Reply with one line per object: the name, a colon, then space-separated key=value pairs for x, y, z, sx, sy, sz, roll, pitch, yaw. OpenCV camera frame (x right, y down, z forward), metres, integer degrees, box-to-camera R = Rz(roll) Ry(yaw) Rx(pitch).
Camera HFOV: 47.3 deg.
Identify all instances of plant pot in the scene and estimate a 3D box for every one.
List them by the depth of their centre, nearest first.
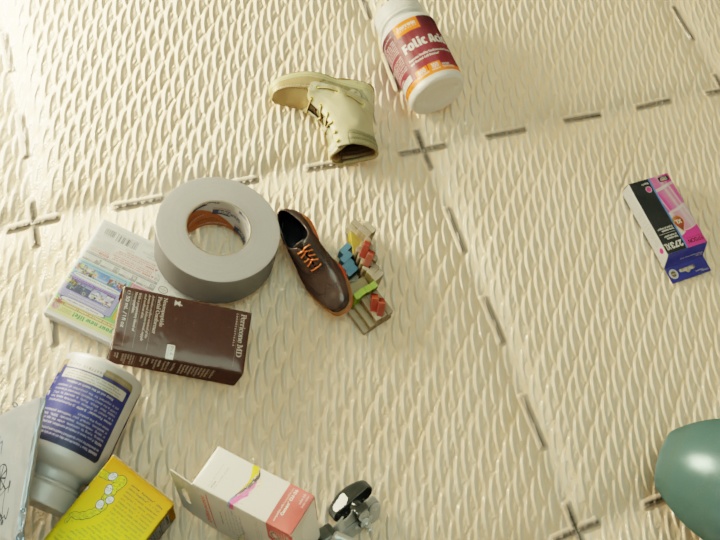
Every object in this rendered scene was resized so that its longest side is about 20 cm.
plant pot: x=0.533 y=0.314 z=1.264 sx=0.133 sy=0.202 sz=0.201 roll=14 pitch=56 yaw=36

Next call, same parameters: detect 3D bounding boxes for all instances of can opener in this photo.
can opener: x=-0.053 y=0.384 z=1.180 sx=0.199 sy=0.053 sz=0.066 roll=-33 pitch=40 yaw=-25

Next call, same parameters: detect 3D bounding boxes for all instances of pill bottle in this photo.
pill bottle: x=-0.396 y=0.228 z=1.138 sx=0.118 sy=0.120 sz=0.202 roll=21 pitch=62 yaw=-1
pill bottle: x=0.107 y=-0.408 z=1.545 sx=0.112 sy=0.115 sz=0.202 roll=-17 pitch=69 yaw=-18

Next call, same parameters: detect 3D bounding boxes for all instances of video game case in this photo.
video game case: x=-0.362 y=0.035 z=1.293 sx=0.197 sy=0.022 sz=0.184 roll=25 pitch=62 yaw=0

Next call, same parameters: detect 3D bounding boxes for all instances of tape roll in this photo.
tape roll: x=-0.230 y=-0.050 z=1.318 sx=0.196 sy=0.067 sz=0.203 roll=8 pitch=55 yaw=-12

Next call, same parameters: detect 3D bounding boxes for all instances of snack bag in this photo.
snack bag: x=-0.468 y=0.269 z=1.078 sx=0.021 sy=0.198 sz=0.192 roll=24 pitch=54 yaw=-39

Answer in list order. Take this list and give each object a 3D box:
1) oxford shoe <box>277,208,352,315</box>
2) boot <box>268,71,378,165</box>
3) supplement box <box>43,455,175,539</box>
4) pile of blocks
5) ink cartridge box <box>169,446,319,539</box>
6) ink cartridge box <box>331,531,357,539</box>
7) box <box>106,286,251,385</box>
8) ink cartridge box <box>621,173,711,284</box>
oxford shoe: x=-0.081 y=-0.014 z=1.332 sx=0.071 sy=0.072 sz=0.201 roll=-37 pitch=69 yaw=7
boot: x=-0.065 y=-0.268 z=1.468 sx=0.196 sy=0.073 sz=0.158 roll=4 pitch=61 yaw=-15
supplement box: x=-0.348 y=0.368 z=1.087 sx=0.109 sy=0.109 sz=0.201 roll=35 pitch=63 yaw=6
pile of blocks: x=0.000 y=0.000 z=1.359 sx=0.081 sy=0.062 sz=0.203 roll=-7 pitch=66 yaw=-14
ink cartridge box: x=-0.157 y=0.318 z=1.125 sx=0.197 sy=0.118 sz=0.068 roll=21 pitch=50 yaw=20
ink cartridge box: x=0.006 y=0.485 z=1.113 sx=0.171 sy=0.044 sz=0.203 roll=22 pitch=78 yaw=1
box: x=-0.270 y=0.100 z=1.232 sx=0.197 sy=0.075 sz=0.102 roll=13 pitch=65 yaw=-19
ink cartridge box: x=0.574 y=-0.081 z=1.530 sx=0.093 sy=0.037 sz=0.203 roll=-16 pitch=71 yaw=-18
